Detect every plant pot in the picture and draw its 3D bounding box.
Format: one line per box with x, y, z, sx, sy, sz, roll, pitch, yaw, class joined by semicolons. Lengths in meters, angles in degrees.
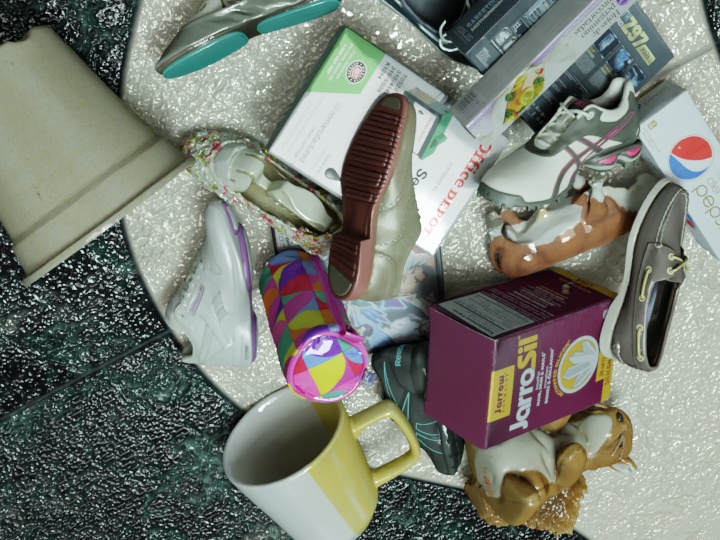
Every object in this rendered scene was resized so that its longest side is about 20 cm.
-0.289;-0.119;0.980;0.200;0.200;0.184;-34;102;7;plant pot

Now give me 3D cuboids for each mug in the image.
-0.039;0.231;1.165;0.186;0.150;0.153;-7;128;33;mug

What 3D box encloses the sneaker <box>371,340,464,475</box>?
0.071;0.157;1.201;0.079;0.076;0.200;-2;127;23;sneaker

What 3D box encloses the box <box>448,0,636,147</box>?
0.170;-0.201;0.971;0.200;0.041;0.039;-45;131;8;box

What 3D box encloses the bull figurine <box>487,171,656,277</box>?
0.226;-0.058;1.118;0.200;0.065;0.121;-28;135;9;bull figurine

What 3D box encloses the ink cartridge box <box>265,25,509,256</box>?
0.027;-0.129;1.046;0.200;0.084;0.146;31;97;-12;ink cartridge box

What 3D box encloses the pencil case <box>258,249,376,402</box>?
-0.047;0.051;1.037;0.088;0.200;0.089;-7;117;-14;pencil case

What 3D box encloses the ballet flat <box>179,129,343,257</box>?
-0.091;-0.087;1.056;0.200;0.064;0.076;31;75;-6;ballet flat

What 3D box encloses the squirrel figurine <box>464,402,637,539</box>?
0.224;0.224;1.223;0.186;0.142;0.200;-16;143;-20;squirrel figurine

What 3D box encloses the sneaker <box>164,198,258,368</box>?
-0.160;0.022;1.098;0.099;0.075;0.201;-3;118;-4;sneaker

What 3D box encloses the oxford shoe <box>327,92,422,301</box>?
0.025;-0.067;0.994;0.075;0.070;0.201;7;104;-34;oxford shoe

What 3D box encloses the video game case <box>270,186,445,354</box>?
0.000;0.000;1.144;0.180;0.026;0.201;-9;113;-4;video game case

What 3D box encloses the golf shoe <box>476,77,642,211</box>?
0.192;-0.124;1.021;0.200;0.077;0.088;-27;131;-27;golf shoe

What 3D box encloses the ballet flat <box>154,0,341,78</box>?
-0.114;-0.251;1.015;0.199;0.067;0.064;-23;86;1;ballet flat

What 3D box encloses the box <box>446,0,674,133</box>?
0.202;-0.223;1.033;0.158;0.051;0.200;-44;133;11;box

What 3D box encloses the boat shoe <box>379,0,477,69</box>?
0.091;-0.257;1.031;0.200;0.062;0.075;34;96;-21;boat shoe

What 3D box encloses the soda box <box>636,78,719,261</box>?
0.361;-0.106;1.130;0.068;0.064;0.200;-37;113;7;soda box

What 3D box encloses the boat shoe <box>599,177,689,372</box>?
0.309;0.006;1.089;0.072;0.059;0.201;6;103;-44;boat shoe

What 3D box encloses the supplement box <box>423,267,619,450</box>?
0.175;0.088;1.119;0.200;0.103;0.131;-15;118;-35;supplement box
